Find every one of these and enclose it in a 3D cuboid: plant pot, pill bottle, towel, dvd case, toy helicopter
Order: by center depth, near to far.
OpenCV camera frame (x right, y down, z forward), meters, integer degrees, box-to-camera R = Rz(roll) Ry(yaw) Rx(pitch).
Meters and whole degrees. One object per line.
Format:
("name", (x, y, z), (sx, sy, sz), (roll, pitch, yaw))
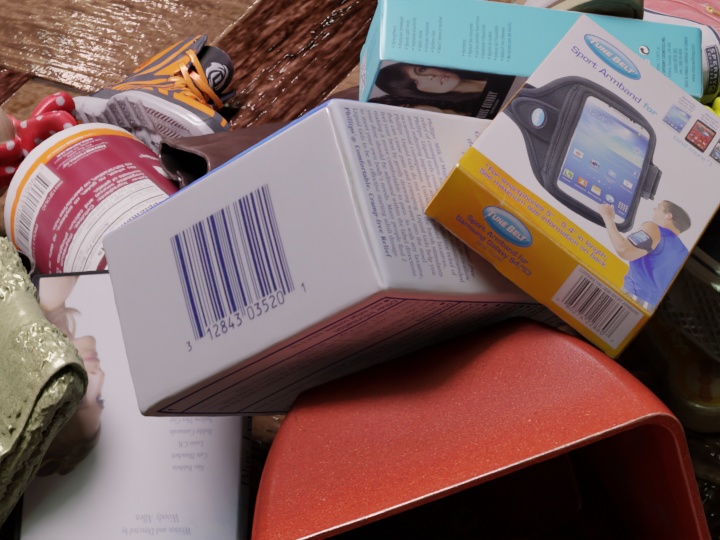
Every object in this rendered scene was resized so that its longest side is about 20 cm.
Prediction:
("plant pot", (0.058, 0.136, 1.006), (0.198, 0.201, 0.177), (-19, 28, 0))
("dvd case", (-0.129, 0.096, 1.169), (0.141, 0.018, 0.202), (-3, 75, 19))
("toy helicopter", (0.169, 0.014, 1.198), (0.131, 0.079, 0.201), (-15, 50, -20))
("towel", (-0.232, 0.093, 1.200), (0.201, 0.036, 0.149), (-58, 43, 20))
("pill bottle", (-0.135, -0.005, 1.297), (0.114, 0.115, 0.200), (-33, 41, -17))

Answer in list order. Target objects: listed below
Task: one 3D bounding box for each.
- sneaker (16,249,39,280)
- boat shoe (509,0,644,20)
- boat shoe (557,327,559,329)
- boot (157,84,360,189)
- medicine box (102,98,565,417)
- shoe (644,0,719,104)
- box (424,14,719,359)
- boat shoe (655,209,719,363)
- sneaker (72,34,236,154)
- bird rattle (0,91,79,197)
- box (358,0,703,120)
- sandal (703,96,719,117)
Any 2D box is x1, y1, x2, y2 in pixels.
("sneaker", (-0.277, 0.039, 1.309), (0.198, 0.107, 0.075), (-10, 39, 11))
("boat shoe", (0.126, -0.166, 1.321), (0.074, 0.200, 0.069), (4, 78, -14))
("boat shoe", (0.063, 0.038, 1.210), (0.066, 0.074, 0.200), (-42, 41, -9))
("boot", (-0.049, -0.081, 1.313), (0.165, 0.073, 0.200), (1, 14, -20))
("medicine box", (0.000, 0.000, 1.087), (0.181, 0.199, 0.104), (-27, 71, 37))
("shoe", (0.204, -0.154, 1.379), (0.090, 0.072, 0.200), (-11, 20, -27))
("box", (0.125, -0.053, 1.048), (0.119, 0.042, 0.200), (37, 43, 2))
("boat shoe", (0.174, -0.020, 1.139), (0.200, 0.075, 0.062), (41, 55, 13))
("sneaker", (-0.123, -0.120, 1.436), (0.112, 0.078, 0.199), (-38, 29, -24))
("bird rattle", (-0.281, -0.071, 1.397), (0.199, 0.163, 0.114), (-19, 50, 31))
("box", (0.102, -0.120, 1.255), (0.198, 0.082, 0.050), (6, 67, -8))
("sandal", (0.277, -0.085, 1.266), (0.199, 0.080, 0.087), (-33, 64, -18))
